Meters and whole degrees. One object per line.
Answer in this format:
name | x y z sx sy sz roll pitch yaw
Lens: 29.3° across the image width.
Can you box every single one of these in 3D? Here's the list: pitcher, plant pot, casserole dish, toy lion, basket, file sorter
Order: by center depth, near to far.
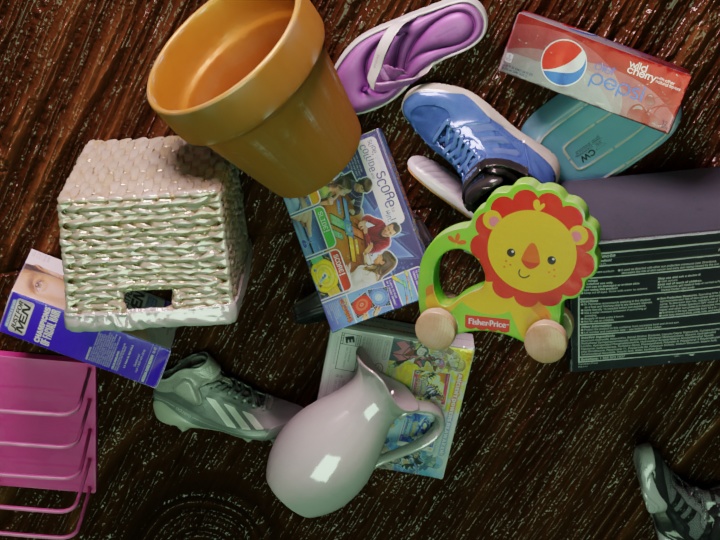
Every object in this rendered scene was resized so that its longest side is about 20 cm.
plant pot | -0.098 -0.184 1.488 0.199 0.201 0.183 -30 128 15
toy lion | 0.160 -0.005 1.491 0.198 0.069 0.194 5 110 17
basket | -0.230 -0.045 1.548 0.196 0.200 0.163 -3 116 2
casserole dish | 0.276 -0.160 1.570 0.199 0.039 0.121 -34 112 18
pitcher | -0.005 0.214 1.684 0.171 0.121 0.200 35 103 -29
file sorter | -0.410 0.223 1.730 0.137 0.126 0.202 5 118 -2

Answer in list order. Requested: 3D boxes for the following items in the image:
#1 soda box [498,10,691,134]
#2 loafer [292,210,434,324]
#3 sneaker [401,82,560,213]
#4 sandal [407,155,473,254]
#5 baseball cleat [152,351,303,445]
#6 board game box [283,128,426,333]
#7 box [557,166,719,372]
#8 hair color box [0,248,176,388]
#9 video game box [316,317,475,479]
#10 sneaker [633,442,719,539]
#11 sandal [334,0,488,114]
soda box | 0.255 -0.217 1.495 0.198 0.063 0.071 22 106 6
loafer | 0.000 0.000 1.648 0.199 0.073 0.073 -28 79 9
sneaker | 0.124 -0.126 1.529 0.199 0.112 0.077 33 130 -2
sandal | 0.129 -0.057 1.609 0.206 0.079 0.059 35 115 -7
baseball cleat | -0.163 0.159 1.725 0.197 0.070 0.107 3 118 -2
board game box | -0.004 -0.046 1.587 0.134 0.034 0.202 -20 90 10
box | 0.331 -0.001 1.586 0.198 0.124 0.200 -5 132 3
hair color box | -0.321 0.057 1.651 0.198 0.110 0.065 20 116 -10
video game box | 0.037 0.158 1.734 0.180 0.047 0.202 11 117 -1
sneaker | 0.426 0.290 1.783 0.113 0.076 0.201 -19 122 10
sandal | 0.047 -0.239 1.524 0.202 0.050 0.083 -32 111 18
